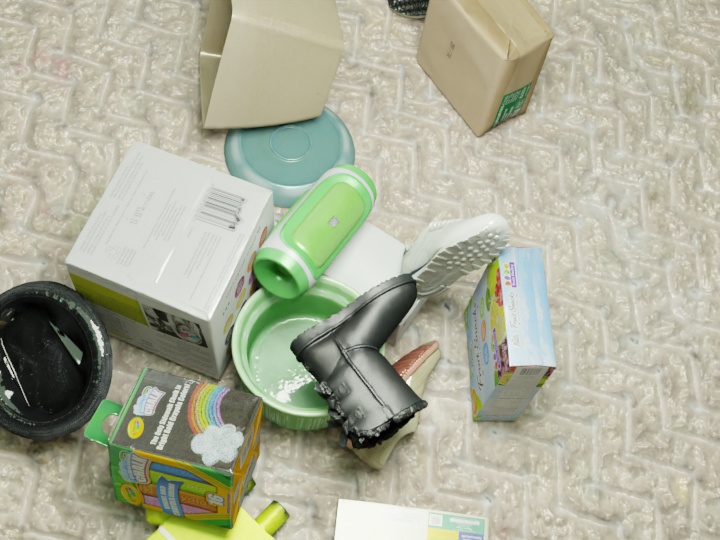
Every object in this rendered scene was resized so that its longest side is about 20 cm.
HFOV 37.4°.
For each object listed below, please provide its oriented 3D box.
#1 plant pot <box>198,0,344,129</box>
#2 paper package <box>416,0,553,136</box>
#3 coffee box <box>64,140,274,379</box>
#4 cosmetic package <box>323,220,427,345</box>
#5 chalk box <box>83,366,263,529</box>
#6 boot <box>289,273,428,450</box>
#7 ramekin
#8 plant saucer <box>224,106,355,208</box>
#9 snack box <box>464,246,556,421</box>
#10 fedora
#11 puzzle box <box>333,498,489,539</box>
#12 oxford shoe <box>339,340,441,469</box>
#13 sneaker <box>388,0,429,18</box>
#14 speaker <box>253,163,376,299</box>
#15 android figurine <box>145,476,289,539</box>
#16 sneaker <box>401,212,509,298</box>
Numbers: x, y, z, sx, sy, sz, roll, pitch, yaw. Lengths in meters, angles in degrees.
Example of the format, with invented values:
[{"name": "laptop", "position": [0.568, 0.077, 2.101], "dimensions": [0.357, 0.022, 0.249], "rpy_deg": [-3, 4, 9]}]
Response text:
[{"name": "plant pot", "position": [-0.131, -0.331, 1.573], "dimensions": [0.176, 0.200, 0.200], "rpy_deg": [7, 43, -18]}, {"name": "paper package", "position": [0.185, -0.341, 1.623], "dimensions": [0.103, 0.200, 0.191], "rpy_deg": [-27, 68, -19]}, {"name": "coffee box", "position": [-0.239, -0.010, 1.400], "dimensions": [0.199, 0.198, 0.200], "rpy_deg": [20, 63, 7]}, {"name": "cosmetic package", "position": [0.000, 0.000, 1.494], "dimensions": [0.200, 0.081, 0.113], "rpy_deg": [35, 64, 10]}, {"name": "chalk box", "position": [-0.232, 0.212, 1.299], "dimensions": [0.199, 0.124, 0.125], "rpy_deg": [13, 45, 7]}, {"name": "boot", "position": [0.025, 0.115, 1.330], "dimensions": [0.198, 0.073, 0.163], "rpy_deg": [-32, 69, -13]}, {"name": "ramekin", "position": [-0.071, 0.115, 1.415], "dimensions": [0.199, 0.098, 0.201], "rpy_deg": [3, 63, -6]}, {"name": "plant saucer", "position": [-0.106, -0.187, 1.606], "dimensions": [0.199, 0.027, 0.201], "rpy_deg": [3, 62, -6]}, {"name": "snack box", "position": [0.192, 0.088, 1.403], "dimensions": [0.067, 0.200, 0.169], "rpy_deg": [1, 62, -6]}, {"name": "fedora", "position": [-0.399, 0.116, 1.366], "dimensions": [0.200, 0.092, 0.202], "rpy_deg": [0, 83, 2]}, {"name": "puzzle box", "position": [0.062, 0.367, 1.343], "dimensions": [0.199, 0.025, 0.134], "rpy_deg": [8, 62, -3]}, {"name": "oxford shoe", "position": [0.053, 0.178, 1.427], "dimensions": [0.074, 0.071, 0.200], "rpy_deg": [47, 64, -11]}, {"name": "sneaker", "position": [0.148, -0.442, 1.750], "dimensions": [0.199, 0.093, 0.071], "rpy_deg": [-3, 81, 21]}, {"name": "speaker", "position": [-0.058, -0.054, 1.410], "dimensions": [0.088, 0.089, 0.200], "rpy_deg": [31, 55, 9]}, {"name": "android figurine", "position": [-0.188, 0.343, 1.317], "dimensions": [0.182, 0.041, 0.200], "rpy_deg": [43, 64, 14]}, {"name": "sneaker", "position": [0.115, -0.035, 1.375], "dimensions": [0.076, 0.200, 0.081], "rpy_deg": [18, 57, -30]}]
